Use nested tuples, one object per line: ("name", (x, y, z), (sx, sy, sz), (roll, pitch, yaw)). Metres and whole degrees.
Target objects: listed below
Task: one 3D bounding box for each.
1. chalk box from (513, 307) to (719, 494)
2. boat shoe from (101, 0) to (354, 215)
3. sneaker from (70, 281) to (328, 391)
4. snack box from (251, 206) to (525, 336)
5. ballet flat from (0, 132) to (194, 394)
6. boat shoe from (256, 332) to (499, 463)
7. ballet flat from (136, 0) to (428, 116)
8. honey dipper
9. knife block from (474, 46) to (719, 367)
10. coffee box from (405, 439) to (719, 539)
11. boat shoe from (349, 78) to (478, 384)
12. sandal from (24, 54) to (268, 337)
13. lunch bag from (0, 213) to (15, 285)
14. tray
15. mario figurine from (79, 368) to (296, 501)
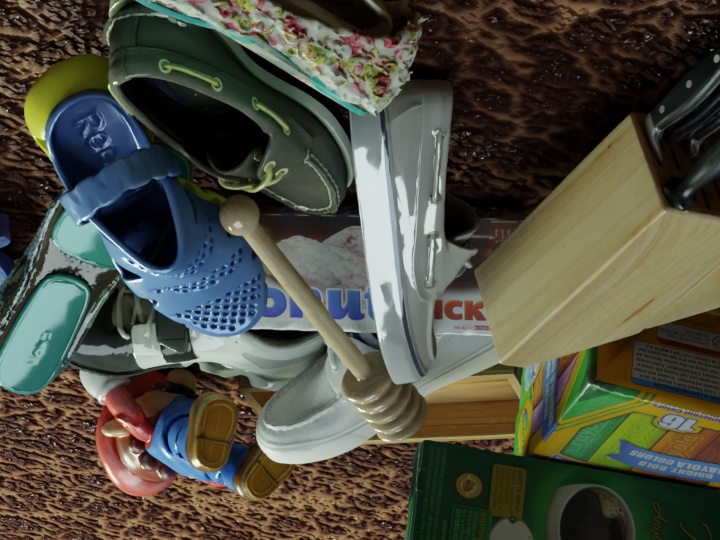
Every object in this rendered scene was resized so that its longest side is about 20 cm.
("chalk box", (0.169, 0.067, 1.185), (0.123, 0.125, 0.200), (12, 152, -7))
("boat shoe", (-0.070, -0.078, 1.041), (0.071, 0.061, 0.202), (-11, 147, 30))
("sneaker", (-0.107, 0.024, 1.233), (0.198, 0.075, 0.089), (5, 154, -17))
("snack box", (0.000, 0.000, 1.162), (0.198, 0.073, 0.024), (1, -166, 10))
("ballet flat", (-0.169, -0.017, 1.157), (0.074, 0.075, 0.200), (26, 115, -32))
("boat shoe", (0.014, 0.052, 1.209), (0.199, 0.072, 0.069), (-25, 131, 15))
("ballet flat", (-0.049, -0.141, 0.933), (0.199, 0.076, 0.064), (24, 117, -36))
("honey dipper", (-0.025, 0.027, 1.122), (0.038, 0.038, 0.200), (-12, 133, 32))
("knife block", (0.148, -0.038, 1.011), (0.198, 0.064, 0.176), (-17, 148, 6))
("coffee box", (0.123, 0.178, 1.148), (0.198, 0.124, 0.044), (9, 152, -3))
("boat shoe", (0.034, -0.021, 1.081), (0.065, 0.072, 0.202), (-6, 123, 2))
("sandal", (-0.115, -0.023, 1.071), (0.079, 0.087, 0.200), (-34, 130, 7))
("lunch bag", (-0.313, -0.008, 1.225), (0.198, 0.095, 0.151), (-12, 147, 9))
("tray", (0.026, 0.083, 1.344), (0.198, 0.037, 0.099), (-5, 149, 20))
("mario figurine", (-0.117, 0.098, 1.336), (0.199, 0.105, 0.125), (2, 116, 59))
